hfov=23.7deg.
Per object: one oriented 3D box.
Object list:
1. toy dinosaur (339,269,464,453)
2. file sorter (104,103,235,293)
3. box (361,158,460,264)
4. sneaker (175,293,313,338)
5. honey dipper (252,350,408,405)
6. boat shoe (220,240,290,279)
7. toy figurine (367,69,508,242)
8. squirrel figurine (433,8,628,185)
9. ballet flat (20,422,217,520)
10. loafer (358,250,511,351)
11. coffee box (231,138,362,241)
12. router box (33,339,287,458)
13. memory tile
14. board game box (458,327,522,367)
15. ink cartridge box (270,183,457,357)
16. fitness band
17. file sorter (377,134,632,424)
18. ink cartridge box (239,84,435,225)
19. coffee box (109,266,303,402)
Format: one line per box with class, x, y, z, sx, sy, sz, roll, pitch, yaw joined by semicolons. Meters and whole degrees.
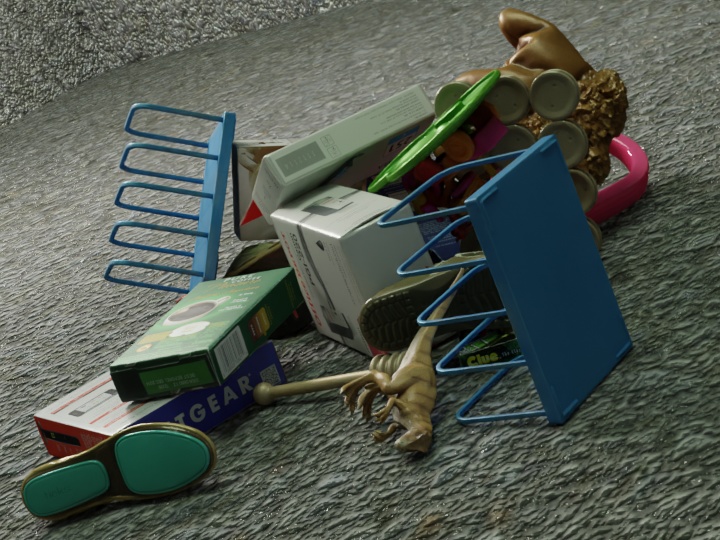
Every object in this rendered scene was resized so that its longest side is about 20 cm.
toy dinosaur;0.044;0.097;1.508;0.105;0.061;0.201;-12;42;20
file sorter;-0.227;-0.081;2.027;0.122;0.202;0.139;8;-12;-11
box;0.098;-0.057;1.868;0.120;0.033;0.200;-14;36;-22
sneaker;-0.116;0.028;1.903;0.199;0.074;0.087;-7;20;39
honey dipper;-0.025;0.104;1.616;0.199;0.038;0.038;-10;19;36
boat shoe;-0.080;-0.006;1.980;0.200;0.074;0.063;-11;25;39
toy figurine;0.126;-0.066;1.679;0.200;0.184;0.150;-37;9;49
squirrel figurine;0.175;-0.154;1.808;0.199;0.142;0.186;25;49;33
ballet flat;-0.215;0.177;1.566;0.199;0.069;0.063;-14;3;17
loafer;0.094;0.018;1.587;0.198;0.077;0.067;-12;18;4
coffee box;-0.053;-0.100;2.064;0.198;0.115;0.080;-2;10;-9
router box;-0.203;0.129;1.726;0.199;0.049;0.179;-30;19;-30
memory tile;0.160;-0.099;1.727;0.152;0.202;0.017;-5;13;21
board game box;0.147;0.039;1.644;0.104;0.024;0.200;-15;17;9
ink cartridge box;0.000;0.000;1.721;0.084;0.146;0.200;-27;17;-16
fitness band;0.224;-0.100;1.871;0.199;0.038;0.143;-28;42;-32
file sorter;0.119;0.013;1.448;0.122;0.201;0.139;-10;19;39
ink cartridge box;-0.026;-0.108;1.859;0.199;0.045;0.176;-27;-15;-22
coffee box;-0.149;0.061;1.709;0.122;0.044;0.200;-11;19;27
